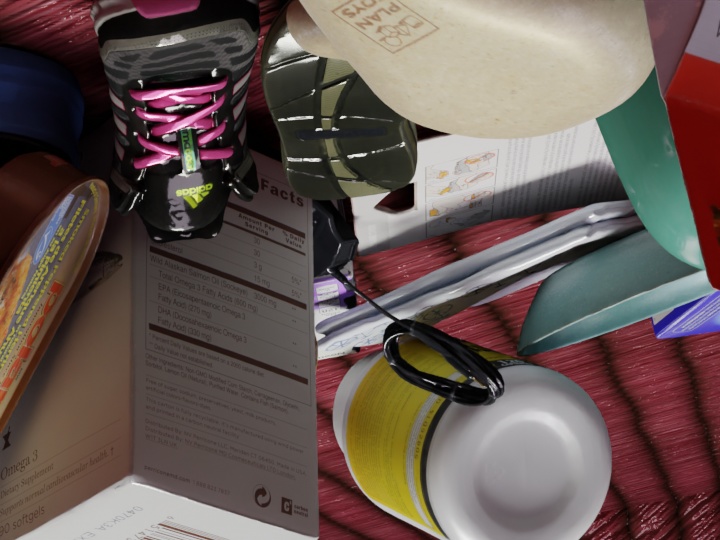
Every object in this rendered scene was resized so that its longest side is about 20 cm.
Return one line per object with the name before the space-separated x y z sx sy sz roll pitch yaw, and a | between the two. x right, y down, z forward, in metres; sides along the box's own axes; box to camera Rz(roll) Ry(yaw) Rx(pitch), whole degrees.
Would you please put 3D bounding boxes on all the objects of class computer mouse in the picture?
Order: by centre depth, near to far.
computer mouse | 0.000 0.000 1.306 0.059 0.200 0.034 -38 -166 42

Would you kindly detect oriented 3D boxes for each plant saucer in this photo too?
plant saucer | 0.174 -0.003 1.387 0.199 0.036 0.200 -21 173 -3

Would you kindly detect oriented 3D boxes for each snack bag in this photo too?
snack bag | 0.092 0.000 1.406 0.188 0.022 0.200 -24 173 27

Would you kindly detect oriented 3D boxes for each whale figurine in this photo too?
whale figurine | 0.026 -0.131 0.923 0.199 0.104 0.159 27 151 -27

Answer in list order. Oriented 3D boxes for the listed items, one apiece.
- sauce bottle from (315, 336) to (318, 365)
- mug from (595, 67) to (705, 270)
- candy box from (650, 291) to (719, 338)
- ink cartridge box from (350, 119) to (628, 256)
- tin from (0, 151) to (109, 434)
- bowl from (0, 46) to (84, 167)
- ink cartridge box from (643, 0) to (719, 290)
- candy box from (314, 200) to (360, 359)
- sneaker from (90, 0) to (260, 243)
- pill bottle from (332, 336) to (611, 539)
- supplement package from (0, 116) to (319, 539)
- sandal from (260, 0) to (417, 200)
sauce bottle | -0.057 0.064 1.385 0.065 0.067 0.200 -9 164 -5
mug | 0.197 -0.070 1.066 0.184 0.115 0.152 -14 157 -12
candy box | 0.299 -0.021 1.579 0.198 0.078 0.169 -5 164 -16
ink cartridge box | 0.077 -0.067 1.287 0.175 0.045 0.200 -11 167 -1
tin | -0.177 0.039 1.112 0.042 0.201 0.112 29 -178 14
bowl | -0.225 -0.053 1.142 0.199 0.040 0.201 -9 167 -2
ink cartridge box | 0.160 -0.089 0.911 0.047 0.202 0.160 -19 164 33
candy box | -0.087 0.008 1.428 0.166 0.072 0.200 -10 166 -1
sneaker | -0.077 -0.065 1.085 0.073 0.088 0.200 -7 165 -8
pill bottle | 0.055 0.097 1.434 0.111 0.113 0.200 -4 -172 -21
supplement package | -0.099 0.043 1.212 0.117 0.201 0.117 21 144 -35
sandal | -0.006 -0.090 1.097 0.079 0.058 0.201 2 159 -5
